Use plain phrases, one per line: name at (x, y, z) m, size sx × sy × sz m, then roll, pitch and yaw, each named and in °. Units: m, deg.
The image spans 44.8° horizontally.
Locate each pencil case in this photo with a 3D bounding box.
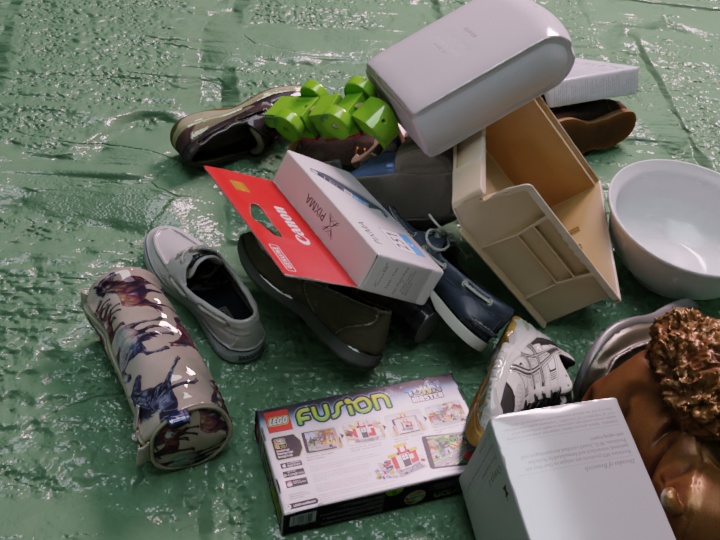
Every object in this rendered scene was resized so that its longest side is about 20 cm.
pencil case at (-0.194, 0.085, 0.807) m, size 0.088 × 0.078 × 0.201 m, roll -1°, pitch 42°, yaw -39°

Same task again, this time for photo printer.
photo printer at (0.120, -0.221, 0.940) m, size 0.198 × 0.070 × 0.167 m, roll -29°, pitch 38°, yaw -1°

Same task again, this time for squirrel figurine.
squirrel figurine at (0.275, 0.138, 0.729) m, size 0.139 × 0.203 × 0.187 m, roll 17°, pitch 23°, yaw 0°

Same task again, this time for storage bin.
storage bin at (0.186, -0.081, 0.954) m, size 0.093 × 0.199 × 0.202 m, roll -26°, pitch 35°, yaw 29°

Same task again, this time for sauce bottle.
sauce bottle at (0.000, 0.000, 0.935) m, size 0.199 × 0.065 × 0.064 m, roll 38°, pitch 51°, yaw 25°

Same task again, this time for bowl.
bowl at (0.370, -0.032, 1.012) m, size 0.197 × 0.091 × 0.203 m, roll 4°, pitch 44°, yaw -4°

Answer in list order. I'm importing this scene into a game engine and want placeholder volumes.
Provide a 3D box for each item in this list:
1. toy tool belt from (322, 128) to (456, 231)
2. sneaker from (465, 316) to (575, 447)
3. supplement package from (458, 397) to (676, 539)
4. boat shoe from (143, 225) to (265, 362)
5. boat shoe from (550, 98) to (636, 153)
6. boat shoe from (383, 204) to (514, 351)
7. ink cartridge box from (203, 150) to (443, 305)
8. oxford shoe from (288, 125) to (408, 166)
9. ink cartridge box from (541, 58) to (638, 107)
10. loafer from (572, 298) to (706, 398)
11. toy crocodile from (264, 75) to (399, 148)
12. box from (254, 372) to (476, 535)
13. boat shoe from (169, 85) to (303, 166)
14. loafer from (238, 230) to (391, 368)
toy tool belt at (0.039, -0.107, 1.025) m, size 0.197 × 0.127 × 0.123 m, roll -4°, pitch 27°, yaw 21°
sneaker at (0.158, 0.110, 0.819) m, size 0.087 × 0.076 × 0.200 m, roll 29°, pitch 30°, yaw 8°
supplement package at (0.167, 0.221, 0.680) m, size 0.115 × 0.118 × 0.202 m, roll -6°, pitch 55°, yaw -14°
boat shoe at (-0.164, 0.007, 0.900) m, size 0.071 × 0.066 × 0.200 m, roll -20°, pitch 51°, yaw -27°
boat shoe at (0.280, -0.192, 1.179) m, size 0.198 × 0.071 × 0.070 m, roll -15°, pitch 44°, yaw -32°
boat shoe at (0.084, -0.006, 0.915) m, size 0.075 × 0.062 × 0.201 m, roll 28°, pitch 20°, yaw -51°
ink cartridge box at (-0.037, -0.052, 0.852) m, size 0.174 × 0.045 × 0.200 m, roll 13°, pitch 26°, yaw -42°
oxford shoe at (0.007, -0.160, 1.099) m, size 0.197 × 0.072 × 0.073 m, roll -16°, pitch 54°, yaw -24°
ink cartridge box at (0.242, -0.260, 1.205) m, size 0.197 × 0.041 × 0.199 m, roll -10°, pitch 21°, yaw -19°
loafer at (0.298, 0.087, 0.889) m, size 0.198 × 0.076 × 0.070 m, roll -22°, pitch 47°, yaw -29°
toy crocodile at (-0.037, -0.175, 1.002) m, size 0.198 × 0.062 × 0.068 m, roll 8°, pitch 52°, yaw 43°
box at (0.011, 0.162, 0.794) m, size 0.197 × 0.035 × 0.111 m, roll -8°, pitch 46°, yaw -17°
boat shoe at (-0.135, -0.172, 1.092) m, size 0.197 × 0.074 × 0.065 m, roll -22°, pitch 56°, yaw -16°
loafer at (-0.042, 0.013, 0.887) m, size 0.199 × 0.070 × 0.075 m, roll 40°, pitch 15°, yaw 20°
